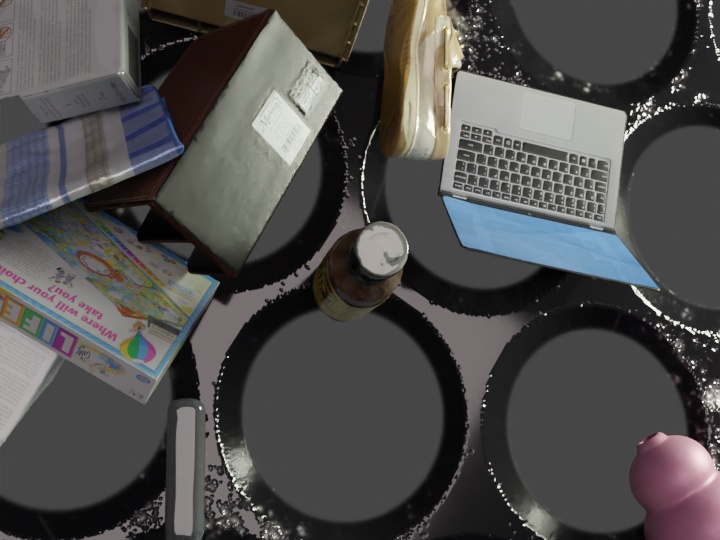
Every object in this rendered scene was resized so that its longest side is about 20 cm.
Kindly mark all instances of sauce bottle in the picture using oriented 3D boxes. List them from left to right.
[{"bbox_3d":[0.000,0.000,0.739,0.063,0.200,0.066,2,78,-10],"label":"sauce bottle"}]

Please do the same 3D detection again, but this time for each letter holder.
[{"bbox_3d":[-0.131,-0.107,0.784,0.101,0.141,0.202,43,63,-34],"label":"letter holder"}]

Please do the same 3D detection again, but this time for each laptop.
[{"bbox_3d":[0.177,-0.090,0.831,0.183,0.116,0.204,11,79,-10],"label":"laptop"}]

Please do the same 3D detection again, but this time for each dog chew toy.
[{"bbox_3d":[0.314,0.241,0.809,0.123,0.125,0.202,-29,80,-14],"label":"dog chew toy"}]

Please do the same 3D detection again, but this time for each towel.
[{"bbox_3d":[-0.240,-0.086,0.706,0.197,0.147,0.024,-23,123,-7],"label":"towel"}]

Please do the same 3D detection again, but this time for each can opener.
[{"bbox_3d":[-0.158,0.210,0.750,0.065,0.053,0.205,5,80,-9],"label":"can opener"}]

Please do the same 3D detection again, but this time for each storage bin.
[{"bbox_3d":[-0.082,-0.282,0.769,0.196,0.199,0.096,12,67,-9],"label":"storage bin"}]

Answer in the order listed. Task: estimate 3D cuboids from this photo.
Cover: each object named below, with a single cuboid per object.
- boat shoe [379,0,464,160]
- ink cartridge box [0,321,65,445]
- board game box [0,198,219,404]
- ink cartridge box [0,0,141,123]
[{"bbox_3d":[0.063,-0.200,0.854,0.068,0.074,0.204,11,80,-21],"label":"boat shoe"},{"bbox_3d":[-0.340,0.073,0.741,0.158,0.047,0.202,31,79,-6],"label":"ink cartridge box"},{"bbox_3d":[-0.229,0.006,0.737,0.198,0.034,0.135,32,36,-5],"label":"board game box"},{"bbox_3d":[-0.277,-0.219,0.770,0.170,0.044,0.204,-11,64,6],"label":"ink cartridge box"}]
